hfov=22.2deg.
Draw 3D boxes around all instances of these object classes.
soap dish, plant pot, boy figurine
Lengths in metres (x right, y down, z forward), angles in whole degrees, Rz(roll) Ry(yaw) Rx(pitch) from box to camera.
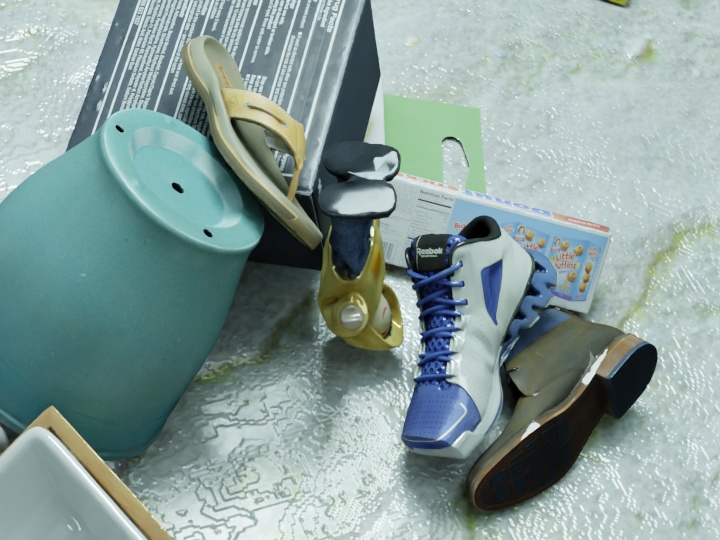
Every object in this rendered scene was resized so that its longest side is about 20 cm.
[{"bbox_3d":[-0.189,0.215,1.206,0.157,0.081,0.200,-46,71,0],"label":"soap dish"},{"bbox_3d":[-0.171,-0.004,1.294,0.199,0.188,0.201,31,28,-19],"label":"plant pot"},{"bbox_3d":[0.000,0.000,1.375,0.064,0.201,0.125,2,50,5],"label":"boy figurine"}]

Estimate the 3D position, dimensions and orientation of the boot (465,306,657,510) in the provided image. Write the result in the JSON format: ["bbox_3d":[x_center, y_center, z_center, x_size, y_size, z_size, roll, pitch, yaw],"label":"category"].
[{"bbox_3d":[0.133,0.105,1.435,0.199,0.075,0.097,-36,46,-26],"label":"boot"}]

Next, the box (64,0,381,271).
[{"bbox_3d":[-0.101,-0.121,1.444,0.196,0.124,0.201,8,60,13],"label":"box"}]

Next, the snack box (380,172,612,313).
[{"bbox_3d":[0.101,-0.024,1.504,0.198,0.073,0.024,14,16,-5],"label":"snack box"}]

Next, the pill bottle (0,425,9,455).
[{"bbox_3d":[-0.346,0.087,1.270,0.200,0.116,0.116,43,55,18],"label":"pill bottle"}]

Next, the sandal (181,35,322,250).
[{"bbox_3d":[-0.071,-0.102,1.309,0.054,0.080,0.201,-34,54,12],"label":"sandal"}]

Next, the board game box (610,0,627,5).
[{"bbox_3d":[0.171,-0.324,1.775,0.198,0.030,0.096,19,51,-5],"label":"board game box"}]

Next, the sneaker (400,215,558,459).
[{"bbox_3d":[0.067,0.036,1.401,0.115,0.080,0.200,46,57,-31],"label":"sneaker"}]

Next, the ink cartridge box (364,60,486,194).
[{"bbox_3d":[0.014,-0.112,1.562,0.198,0.048,0.147,5,52,-8],"label":"ink cartridge box"}]
